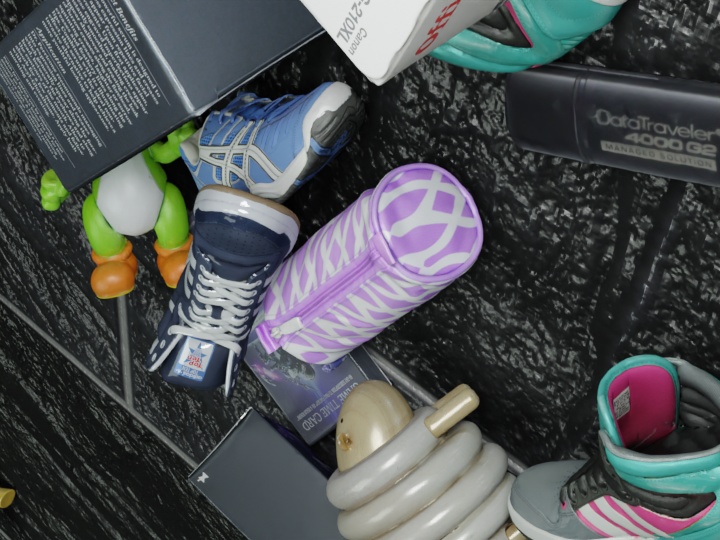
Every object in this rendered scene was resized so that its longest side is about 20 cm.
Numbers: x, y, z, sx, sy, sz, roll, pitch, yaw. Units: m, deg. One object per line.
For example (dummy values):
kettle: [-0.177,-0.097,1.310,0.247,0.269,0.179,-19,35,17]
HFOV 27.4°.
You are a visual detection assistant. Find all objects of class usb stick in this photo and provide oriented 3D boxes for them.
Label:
usb stick: [0.154,-0.074,0.752,0.199,0.032,0.056,17,125,44]

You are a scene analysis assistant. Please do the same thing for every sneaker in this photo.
sneaker: [-0.066,-0.082,0.981,0.077,0.076,0.200,52,146,-6]
sneaker: [-0.094,0.019,0.973,0.069,0.110,0.200,19,164,-6]
sneaker: [0.152,0.108,0.855,0.199,0.084,0.122,-2,124,43]
sneaker: [0.044,-0.176,0.758,0.200,0.083,0.121,46,137,10]

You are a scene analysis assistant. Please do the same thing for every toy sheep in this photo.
toy sheep: [0.052,0.161,0.994,0.201,0.137,0.138,55,147,2]

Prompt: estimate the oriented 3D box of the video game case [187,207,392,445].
video game case: [-0.069,0.034,1.146,0.201,0.019,0.143,52,148,2]

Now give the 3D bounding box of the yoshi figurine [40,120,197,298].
yoshi figurine: [-0.172,-0.079,1.087,0.111,0.112,0.202,8,114,37]

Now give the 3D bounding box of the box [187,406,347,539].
box: [-0.022,0.206,1.133,0.200,0.079,0.141,41,179,17]

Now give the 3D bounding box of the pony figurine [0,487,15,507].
pony figurine: [-0.544,0.291,1.888,0.200,0.166,0.194,37,112,29]

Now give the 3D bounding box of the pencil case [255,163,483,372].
pencil case: [0.000,0.000,0.965,0.085,0.085,0.200,63,147,9]

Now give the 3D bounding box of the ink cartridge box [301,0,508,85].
ink cartridge box: [0.069,-0.183,0.603,0.084,0.200,0.145,48,147,8]

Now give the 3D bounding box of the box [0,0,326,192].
box: [-0.119,-0.148,0.922,0.199,0.148,0.108,-19,105,56]
